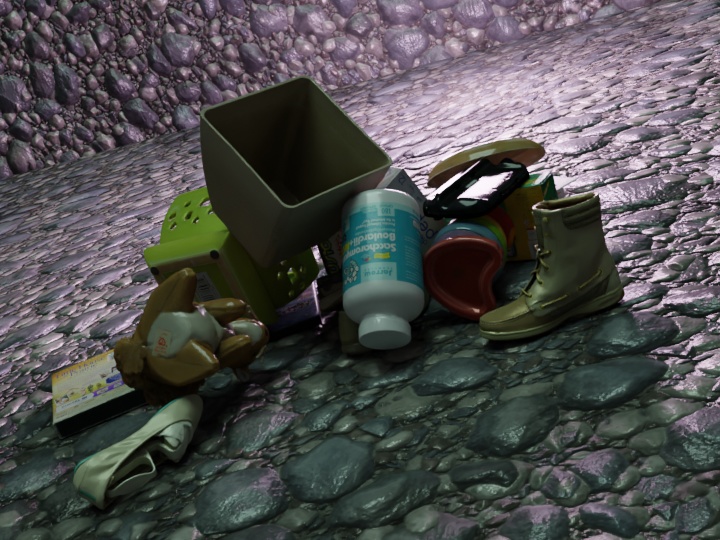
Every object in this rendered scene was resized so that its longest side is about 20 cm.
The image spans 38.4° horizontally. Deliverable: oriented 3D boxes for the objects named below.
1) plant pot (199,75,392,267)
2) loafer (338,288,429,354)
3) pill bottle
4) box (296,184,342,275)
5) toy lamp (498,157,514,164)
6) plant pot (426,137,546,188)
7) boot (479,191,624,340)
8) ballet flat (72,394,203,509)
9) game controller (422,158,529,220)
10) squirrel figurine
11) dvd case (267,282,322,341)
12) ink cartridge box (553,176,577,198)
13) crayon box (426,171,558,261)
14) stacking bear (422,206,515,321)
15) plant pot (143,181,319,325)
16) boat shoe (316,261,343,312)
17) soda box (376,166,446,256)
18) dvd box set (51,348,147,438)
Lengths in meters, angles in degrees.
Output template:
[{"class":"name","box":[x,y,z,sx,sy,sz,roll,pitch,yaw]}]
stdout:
[{"class":"plant pot","box":[-0.109,-0.126,1.467,0.199,0.178,0.200,-27,64,-37]},{"class":"loafer","box":[0.035,0.049,1.484,0.076,0.068,0.200,-4,24,34]},{"class":"pill bottle","box":[0.030,0.000,1.392,0.110,0.111,0.201,-11,63,18]},{"class":"box","box":[-0.016,-0.050,1.595,0.109,0.201,0.035,-5,25,30]},{"class":"toy lamp","box":[0.174,-0.108,1.670,0.200,0.058,0.058,-33,5,40]},{"class":"plant pot","box":[0.201,-0.176,1.676,0.198,0.028,0.200,-14,-8,-2]},{"class":"boot","box":[0.231,-0.005,1.324,0.199,0.156,0.073,-19,19,-3]},{"class":"ballet flat","box":[-0.260,0.227,1.285,0.200,0.070,0.069,-34,25,-34]},{"class":"game controller","box":[0.171,-0.117,1.508,0.104,0.042,0.200,11,29,27]},{"class":"squirrel figurine","box":[-0.225,0.107,1.411,0.199,0.142,0.186,-32,-18,21]},{"class":"dvd case","box":[-0.137,0.066,1.666,0.142,0.018,0.200,-19,20,0]},{"class":"ink cartridge box","box":[0.259,-0.107,1.712,0.116,0.068,0.199,-29,21,-29]},{"class":"crayon box","box":[0.209,-0.076,1.596,0.199,0.120,0.058,-5,23,32]},{"class":"stacking bear","box":[0.166,-0.034,1.479,0.113,0.122,0.200,13,30,16]},{"class":"plant pot","box":[-0.208,-0.012,1.622,0.198,0.201,0.182,-10,29,28]},{"class":"boat shoe","box":[0.000,0.000,1.548,0.072,0.065,0.200,-14,-15,-47]},{"class":"soda box","box":[0.083,-0.064,1.544,0.063,0.200,0.068,-47,28,-13]},{"class":"dvd box set","box":[-0.395,0.177,1.570,0.145,0.030,0.200,-22,20,-11]}]
